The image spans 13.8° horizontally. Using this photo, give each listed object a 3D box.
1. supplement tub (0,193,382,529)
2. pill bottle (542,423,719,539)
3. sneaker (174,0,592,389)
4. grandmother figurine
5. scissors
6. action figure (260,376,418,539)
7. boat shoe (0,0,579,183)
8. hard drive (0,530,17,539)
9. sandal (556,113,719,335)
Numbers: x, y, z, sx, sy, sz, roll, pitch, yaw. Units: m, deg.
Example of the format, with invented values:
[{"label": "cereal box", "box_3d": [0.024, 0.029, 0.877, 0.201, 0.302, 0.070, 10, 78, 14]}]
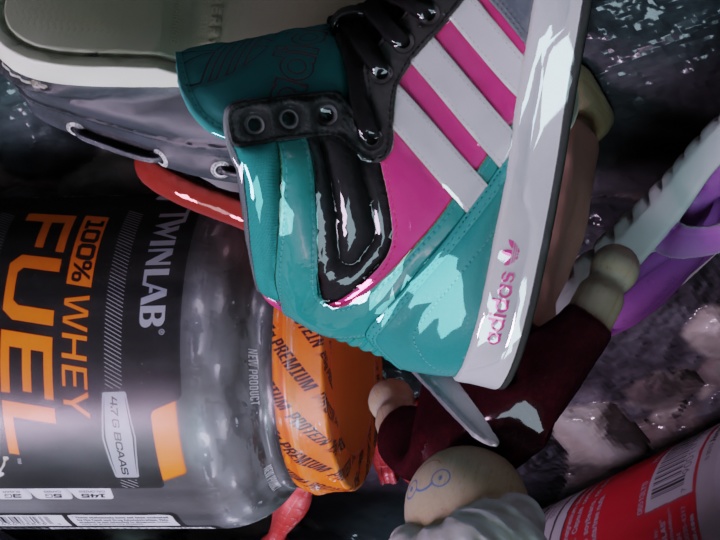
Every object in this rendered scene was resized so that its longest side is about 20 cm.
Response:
[{"label": "supplement tub", "box_3d": [-0.098, 0.033, 1.090, 0.198, 0.123, 0.123, -2, 140, 13]}, {"label": "pill bottle", "box_3d": [0.115, 0.136, 1.180, 0.112, 0.113, 0.200, 34, 135, -28]}, {"label": "sneaker", "box_3d": [0.004, -0.069, 0.915, 0.120, 0.084, 0.202, 8, 99, -5]}, {"label": "grandmother figurine", "box_3d": [0.041, 0.028, 0.991, 0.060, 0.201, 0.121, 25, 139, -19]}, {"label": "scissors", "box_3d": [0.000, 0.000, 0.997, 0.073, 0.200, 0.014, -4, 122, -47]}, {"label": "action figure", "box_3d": [-0.053, 0.078, 1.184, 0.199, 0.066, 0.099, -3, 133, 17]}, {"label": "boat shoe", "box_3d": [-0.027, -0.058, 1.002, 0.198, 0.075, 0.066, 5, 147, 1]}, {"label": "hard drive", "box_3d": [-0.182, 0.106, 1.213, 0.200, 0.027, 0.132, 34, 176, -28]}, {"label": "sandal", "box_3d": [0.134, -0.019, 1.011, 0.082, 0.050, 0.203, -22, 165, -34]}]
